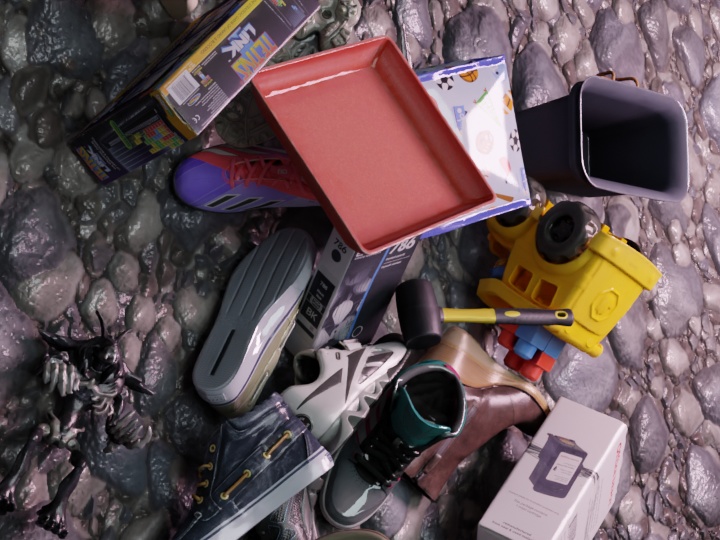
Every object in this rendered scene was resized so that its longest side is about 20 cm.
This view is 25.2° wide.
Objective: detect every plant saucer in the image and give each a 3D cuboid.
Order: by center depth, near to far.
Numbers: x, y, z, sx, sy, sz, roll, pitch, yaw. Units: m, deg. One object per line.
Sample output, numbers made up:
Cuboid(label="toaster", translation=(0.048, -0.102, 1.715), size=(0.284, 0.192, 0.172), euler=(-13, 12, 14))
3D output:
Cuboid(label="plant saucer", translation=(0.007, -0.114, 1.500), size=(0.200, 0.037, 0.200), euler=(-23, 77, -44))

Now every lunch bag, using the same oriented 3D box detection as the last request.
Cuboid(label="lunch bag", translation=(0.059, -0.122, 1.665), size=(0.200, 0.124, 0.171), euler=(-20, 101, -37))

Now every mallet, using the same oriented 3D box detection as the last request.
Cuboid(label="mallet", translation=(0.124, 0.037, 1.626), size=(0.200, 0.041, 0.066), euler=(-5, 65, -29))

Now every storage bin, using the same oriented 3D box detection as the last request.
Cuboid(label="storage bin", translation=(0.265, -0.149, 1.860), size=(0.200, 0.134, 0.146), euler=(7, 80, -44))

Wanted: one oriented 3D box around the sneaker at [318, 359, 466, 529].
Cuboid(label="sneaker", translation=(0.038, 0.165, 1.586), size=(0.084, 0.121, 0.200), euler=(36, 72, -3))

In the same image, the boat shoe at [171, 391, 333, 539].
Cuboid(label="boat shoe", translation=(-0.128, 0.200, 1.465), size=(0.200, 0.071, 0.091), euler=(-37, 84, -8))

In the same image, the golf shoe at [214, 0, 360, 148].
Cuboid(label="golf shoe", translation=(-0.073, -0.187, 1.573), size=(0.078, 0.097, 0.200), euler=(39, 69, -1))

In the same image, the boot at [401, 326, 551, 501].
Cuboid(label="boot", translation=(0.111, 0.174, 1.734), size=(0.200, 0.072, 0.167), euler=(41, 71, -34))

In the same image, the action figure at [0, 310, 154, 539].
Cuboid(label="action figure", translation=(-0.237, 0.122, 1.369), size=(0.119, 0.102, 0.200), euler=(33, 64, -23))

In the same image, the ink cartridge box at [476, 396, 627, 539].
Cuboid(label="ink cartridge box", translation=(0.205, 0.260, 1.744), size=(0.200, 0.084, 0.145), euler=(-51, 153, -36))

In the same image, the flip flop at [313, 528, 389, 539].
Cuboid(label="flip flop", translation=(-0.063, 0.288, 1.473), size=(0.199, 0.058, 0.081), euler=(-9, 89, -5))

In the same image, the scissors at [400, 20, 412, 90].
Cuboid(label="scissors", translation=(0.055, -0.141, 1.595), size=(0.073, 0.014, 0.201), euler=(9, 89, -18))

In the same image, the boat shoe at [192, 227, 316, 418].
Cuboid(label="boat shoe", translation=(-0.099, 0.050, 1.544), size=(0.200, 0.072, 0.062), euler=(-61, 148, -26))

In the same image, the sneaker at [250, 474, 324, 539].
Cuboid(label="sneaker", translation=(-0.080, 0.245, 1.538), size=(0.082, 0.073, 0.201), euler=(3, 80, -21))

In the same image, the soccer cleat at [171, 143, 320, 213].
Cuboid(label="soccer cleat", translation=(-0.077, -0.090, 1.529), size=(0.199, 0.073, 0.068), euler=(0, 87, -18))

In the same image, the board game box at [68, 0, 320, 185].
Cuboid(label="board game box", translation=(-0.148, -0.174, 1.442), size=(0.057, 0.165, 0.200), euler=(49, 54, -15))

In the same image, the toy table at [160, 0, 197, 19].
Cuboid(label="toy table", translation=(-0.184, -0.316, 1.464), size=(0.200, 0.117, 0.184), euler=(-40, 112, -40))

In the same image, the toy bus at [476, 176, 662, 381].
Cuboid(label="toy bus", translation=(0.197, 0.015, 1.769), size=(0.136, 0.200, 0.192), euler=(29, 94, -43))

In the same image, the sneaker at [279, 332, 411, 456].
Cuboid(label="sneaker", translation=(-0.016, 0.096, 1.564), size=(0.088, 0.074, 0.200), euler=(40, 30, 2))

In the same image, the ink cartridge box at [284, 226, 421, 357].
Cuboid(label="ink cartridge box", translation=(0.000, 0.000, 1.567), size=(0.099, 0.039, 0.200), euler=(-17, 141, -42))
